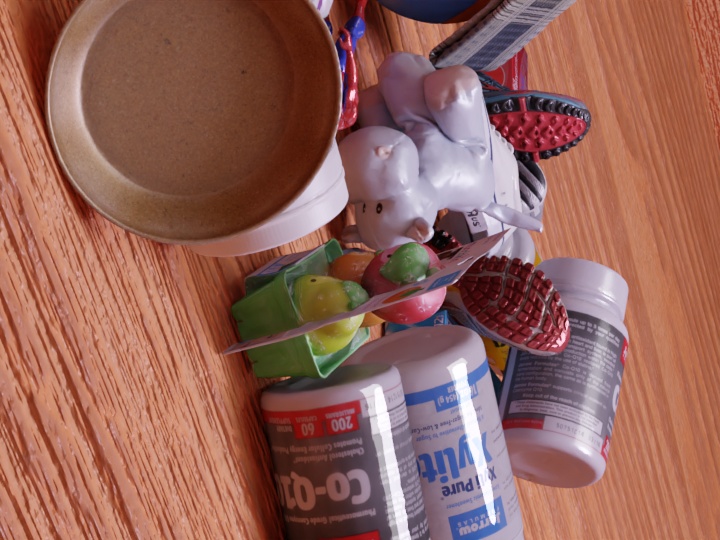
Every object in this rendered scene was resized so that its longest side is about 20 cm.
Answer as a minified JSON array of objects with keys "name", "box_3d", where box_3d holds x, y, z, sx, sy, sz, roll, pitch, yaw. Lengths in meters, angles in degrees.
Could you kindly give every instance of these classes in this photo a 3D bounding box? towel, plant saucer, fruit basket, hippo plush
[{"name":"towel","box_3d":[0.162,-0.261,1.815,0.035,0.200,0.192,54,20,9]},{"name":"plant saucer","box_3d":[-0.112,-0.118,1.277,0.035,0.199,0.201,-129,-159,-67]},{"name":"fruit basket","box_3d":[0.006,0.010,1.493,0.094,0.199,0.185,64,23,-5]},{"name":"hippo plush","box_3d":[0.034,-0.083,1.750,0.161,0.159,0.201,-41,118,-37]}]

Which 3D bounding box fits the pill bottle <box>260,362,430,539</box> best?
[{"name":"pill bottle","box_3d":[-0.007,0.182,1.506,0.114,0.113,0.202,-26,106,-69]}]

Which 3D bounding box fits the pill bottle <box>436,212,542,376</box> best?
[{"name":"pill bottle","box_3d":[0.143,0.018,1.990,0.200,0.109,0.110,57,31,-47]}]

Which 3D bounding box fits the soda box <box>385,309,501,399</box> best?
[{"name":"soda box","box_3d":[0.086,0.112,1.860,0.200,0.064,0.068,49,37,-55]}]

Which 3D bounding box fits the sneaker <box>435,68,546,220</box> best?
[{"name":"sneaker","box_3d":[0.124,-0.120,1.994,0.200,0.075,0.116,55,-1,23]}]

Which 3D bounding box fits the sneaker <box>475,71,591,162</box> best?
[{"name":"sneaker","box_3d":[0.130,-0.167,1.898,0.096,0.198,0.080,-78,167,-45]}]

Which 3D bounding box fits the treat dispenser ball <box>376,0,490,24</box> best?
[{"name":"treat dispenser ball","box_3d":[0.078,-0.336,1.822,0.201,0.199,0.202,-9,90,-70]}]

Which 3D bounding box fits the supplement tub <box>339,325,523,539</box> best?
[{"name":"supplement tub","box_3d":[0.062,0.160,1.656,0.132,0.131,0.201,-43,121,-66]}]

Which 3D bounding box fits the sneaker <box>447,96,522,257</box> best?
[{"name":"sneaker","box_3d":[0.111,-0.111,1.842,0.071,0.073,0.201,-41,134,-37]}]

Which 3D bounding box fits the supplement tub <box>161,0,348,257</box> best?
[{"name":"supplement tub","box_3d":[-0.095,-0.126,1.369,0.132,0.131,0.201,-58,137,-61]}]

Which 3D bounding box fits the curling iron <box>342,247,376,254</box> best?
[{"name":"curling iron","box_3d":[0.000,0.000,1.726,0.200,0.025,0.050,18,62,-68]}]

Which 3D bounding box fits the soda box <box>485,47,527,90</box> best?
[{"name":"soda box","box_3d":[0.147,-0.167,2.134,0.063,0.070,0.201,51,36,-56]}]

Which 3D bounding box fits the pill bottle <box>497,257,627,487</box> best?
[{"name":"pill bottle","box_3d":[0.198,0.098,1.862,0.114,0.113,0.201,53,46,-53]}]

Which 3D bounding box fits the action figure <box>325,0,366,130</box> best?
[{"name":"action figure","box_3d":[-0.032,-0.199,1.665,0.099,0.065,0.201,70,21,-51]}]

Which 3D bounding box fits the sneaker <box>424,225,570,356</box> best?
[{"name":"sneaker","box_3d":[0.119,0.025,1.824,0.078,0.199,0.082,-48,146,-16]}]

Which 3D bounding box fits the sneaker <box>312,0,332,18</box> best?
[{"name":"sneaker","box_3d":[-0.050,-0.276,1.573,0.201,0.077,0.140,-78,173,-46]}]
